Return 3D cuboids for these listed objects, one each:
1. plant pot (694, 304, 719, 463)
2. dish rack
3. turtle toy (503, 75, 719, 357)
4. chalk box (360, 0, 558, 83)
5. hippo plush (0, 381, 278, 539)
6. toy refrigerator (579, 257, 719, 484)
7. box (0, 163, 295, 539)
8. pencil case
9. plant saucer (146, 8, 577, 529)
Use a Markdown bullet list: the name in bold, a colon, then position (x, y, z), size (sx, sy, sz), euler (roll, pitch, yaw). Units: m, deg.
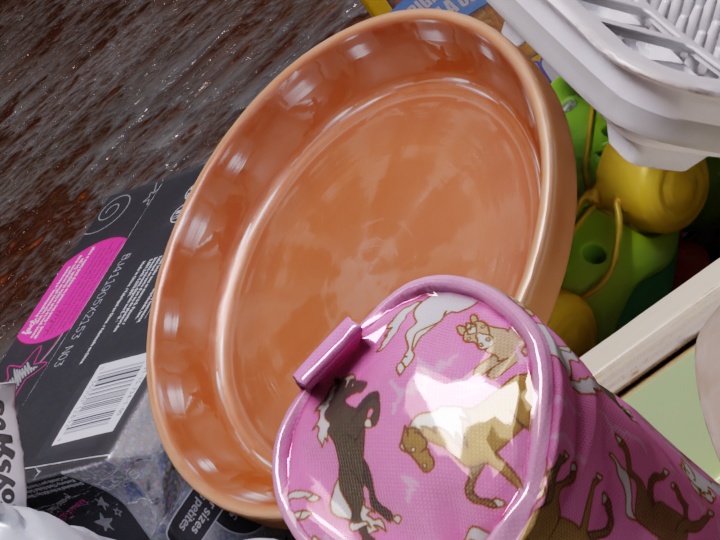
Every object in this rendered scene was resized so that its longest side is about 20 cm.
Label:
- **plant pot**: position (0.188, 0.021, 0.595), size (0.173, 0.200, 0.201), euler (-32, 25, 24)
- **dish rack**: position (0.142, -0.076, 0.854), size (0.172, 0.198, 0.044), euler (53, 132, 54)
- **turtle toy**: position (0.082, -0.012, 0.901), size (0.145, 0.101, 0.200), euler (18, 63, 49)
- **chalk box**: position (0.055, -0.184, 1.126), size (0.124, 0.200, 0.124), euler (-28, 26, 22)
- **hippo plush**: position (-0.059, 0.138, 0.808), size (0.159, 0.202, 0.159), euler (-2, 4, 23)
- **toy refrigerator**: position (0.120, 0.043, 0.747), size (0.199, 0.076, 0.070), euler (-34, 1, -5)
- **box**: position (-0.074, 0.057, 0.995), size (0.131, 0.115, 0.201), euler (-16, 34, 39)
- **pencil case**: position (0.062, 0.072, 0.600), size (0.086, 0.200, 0.084), euler (-5, 65, 34)
- **plant saucer**: position (0.000, 0.000, 0.849), size (0.199, 0.032, 0.202), euler (-25, 50, 34)
